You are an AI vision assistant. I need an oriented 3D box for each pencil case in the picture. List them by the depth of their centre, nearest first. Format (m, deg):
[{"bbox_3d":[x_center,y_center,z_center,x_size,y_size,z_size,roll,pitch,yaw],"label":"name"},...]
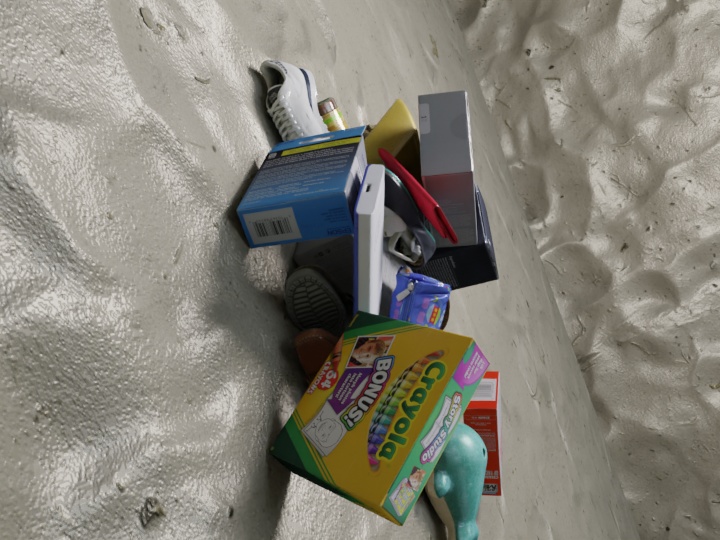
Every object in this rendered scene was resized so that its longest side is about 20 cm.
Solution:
[{"bbox_3d":[0.064,0.097,1.020,0.087,0.078,0.201,25,80,-59],"label":"pencil case"}]

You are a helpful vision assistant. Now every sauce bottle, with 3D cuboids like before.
[{"bbox_3d":[-0.030,-0.191,1.245,0.201,0.065,0.065,62,23,-16],"label":"sauce bottle"}]

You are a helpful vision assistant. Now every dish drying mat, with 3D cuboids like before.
[{"bbox_3d":[0.079,-0.110,1.054,0.077,0.018,0.200,55,2,-38],"label":"dish drying mat"}]

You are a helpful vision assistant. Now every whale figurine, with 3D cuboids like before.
[{"bbox_3d":[0.160,0.338,1.169,0.159,0.103,0.201,23,50,-62],"label":"whale figurine"}]

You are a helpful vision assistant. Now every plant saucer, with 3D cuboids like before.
[{"bbox_3d":[0.049,-0.141,1.205,0.200,0.048,0.200,-53,148,-22],"label":"plant saucer"}]

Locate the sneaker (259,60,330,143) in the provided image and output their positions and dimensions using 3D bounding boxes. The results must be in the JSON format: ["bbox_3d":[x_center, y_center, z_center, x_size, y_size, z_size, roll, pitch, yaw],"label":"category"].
[{"bbox_3d":[-0.103,-0.226,1.115,0.080,0.076,0.201,9,58,-53],"label":"sneaker"}]

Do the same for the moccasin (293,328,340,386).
[{"bbox_3d":[-0.028,0.160,0.940,0.078,0.073,0.202,-87,158,-61],"label":"moccasin"}]

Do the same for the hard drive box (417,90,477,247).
[{"bbox_3d":[0.139,-0.154,1.153,0.200,0.076,0.156,72,16,-58],"label":"hard drive box"}]

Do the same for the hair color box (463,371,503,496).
[{"bbox_3d":[0.224,0.295,1.330,0.111,0.064,0.201,-68,152,-59],"label":"hair color box"}]

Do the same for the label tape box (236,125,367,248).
[{"bbox_3d":[-0.065,-0.115,0.975,0.200,0.143,0.066,-75,153,-56],"label":"label tape box"}]

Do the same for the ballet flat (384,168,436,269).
[{"bbox_3d":[0.056,-0.065,1.075,0.200,0.073,0.073,52,27,-48],"label":"ballet flat"}]

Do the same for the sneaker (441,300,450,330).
[{"bbox_3d":[0.103,0.091,1.234,0.090,0.067,0.201,-96,-170,-60],"label":"sneaker"}]

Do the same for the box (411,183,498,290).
[{"bbox_3d":[0.131,-0.045,1.296,0.104,0.199,0.148,62,21,-46],"label":"box"}]

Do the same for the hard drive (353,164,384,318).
[{"bbox_3d":[0.011,-0.015,0.931,0.132,0.025,0.201,-77,169,-56],"label":"hard drive"}]

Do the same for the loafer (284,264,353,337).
[{"bbox_3d":[-0.044,0.057,0.997,0.070,0.075,0.200,-96,164,-45],"label":"loafer"}]

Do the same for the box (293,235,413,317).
[{"bbox_3d":[0.000,0.000,1.101,0.200,0.097,0.125,56,25,-29],"label":"box"}]

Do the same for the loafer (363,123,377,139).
[{"bbox_3d":[0.021,-0.226,1.295,0.076,0.067,0.200,65,-5,-17],"label":"loafer"}]

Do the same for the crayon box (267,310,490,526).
[{"bbox_3d":[0.020,0.150,0.805,0.200,0.172,0.058,-57,131,-22],"label":"crayon box"}]
